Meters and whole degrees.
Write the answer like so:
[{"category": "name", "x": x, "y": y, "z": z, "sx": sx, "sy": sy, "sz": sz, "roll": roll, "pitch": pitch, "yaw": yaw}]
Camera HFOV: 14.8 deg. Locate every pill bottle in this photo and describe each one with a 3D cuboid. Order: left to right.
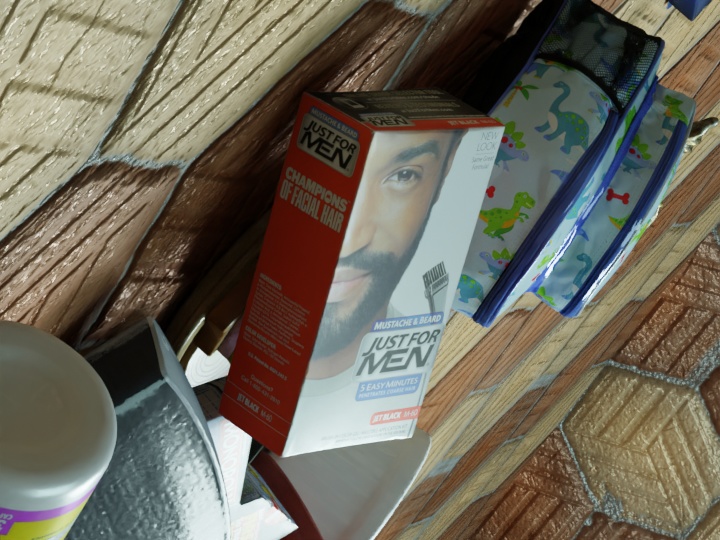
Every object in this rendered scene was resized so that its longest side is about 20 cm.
[{"category": "pill bottle", "x": -0.199, "y": 0.121, "z": 1.350, "sx": 0.104, "sy": 0.104, "sz": 0.200, "roll": -37, "pitch": 165, "yaw": -46}]

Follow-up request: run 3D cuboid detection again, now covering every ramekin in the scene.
[{"category": "ramekin", "x": -0.046, "y": 0.172, "z": 2.089, "sx": 0.201, "sy": 0.098, "sz": 0.200, "roll": -49, "pitch": -175, "yaw": 6}]

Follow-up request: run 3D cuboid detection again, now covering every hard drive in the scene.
[{"category": "hard drive", "x": -0.139, "y": 0.122, "z": 1.548, "sx": 0.135, "sy": 0.042, "sz": 0.200, "roll": -32, "pitch": 145, "yaw": -13}]

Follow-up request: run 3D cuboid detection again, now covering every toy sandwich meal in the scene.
[{"category": "toy sandwich meal", "x": -0.044, "y": 0.019, "z": 1.704, "sx": 0.205, "sy": 0.070, "sz": 0.205, "roll": -46, "pitch": 170, "yaw": -11}]

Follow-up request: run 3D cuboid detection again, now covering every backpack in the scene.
[{"category": "backpack", "x": 0.116, "y": -0.059, "z": 1.769, "sx": 0.200, "sy": 0.147, "sz": 0.183, "roll": -53, "pitch": 176, "yaw": -45}]

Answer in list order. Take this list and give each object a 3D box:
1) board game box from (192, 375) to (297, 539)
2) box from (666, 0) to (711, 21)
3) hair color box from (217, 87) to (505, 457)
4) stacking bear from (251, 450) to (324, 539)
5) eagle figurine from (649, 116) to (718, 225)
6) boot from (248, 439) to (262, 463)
[{"category": "board game box", "x": -0.129, "y": 0.140, "z": 1.679, "sx": 0.200, "sy": 0.062, "sz": 0.200, "roll": -21, "pitch": 145, "yaw": -28}, {"category": "box", "x": 0.289, "y": -0.262, "z": 2.141, "sx": 0.121, "sy": 0.032, "sz": 0.200, "roll": -47, "pitch": 171, "yaw": -5}, {"category": "hair color box", "x": 0.000, "y": 0.000, "z": 1.567, "sx": 0.111, "sy": 0.064, "sz": 0.200, "roll": -6, "pitch": 118, "yaw": -45}, {"category": "stacking bear", "x": -0.134, "y": 0.214, "z": 1.919, "sx": 0.200, "sy": 0.114, "sz": 0.121, "roll": -24, "pitch": 165, "yaw": -15}, {"category": "eagle figurine", "x": 0.175, "y": -0.093, "z": 2.130, "sx": 0.200, "sy": 0.151, "sz": 0.152, "roll": -3, "pitch": 99, "yaw": -33}, {"category": "boot", "x": -0.095, "y": 0.111, "z": 1.870, "sx": 0.200, "sy": 0.069, "sz": 0.174, "roll": -37, "pitch": 176, "yaw": -16}]
